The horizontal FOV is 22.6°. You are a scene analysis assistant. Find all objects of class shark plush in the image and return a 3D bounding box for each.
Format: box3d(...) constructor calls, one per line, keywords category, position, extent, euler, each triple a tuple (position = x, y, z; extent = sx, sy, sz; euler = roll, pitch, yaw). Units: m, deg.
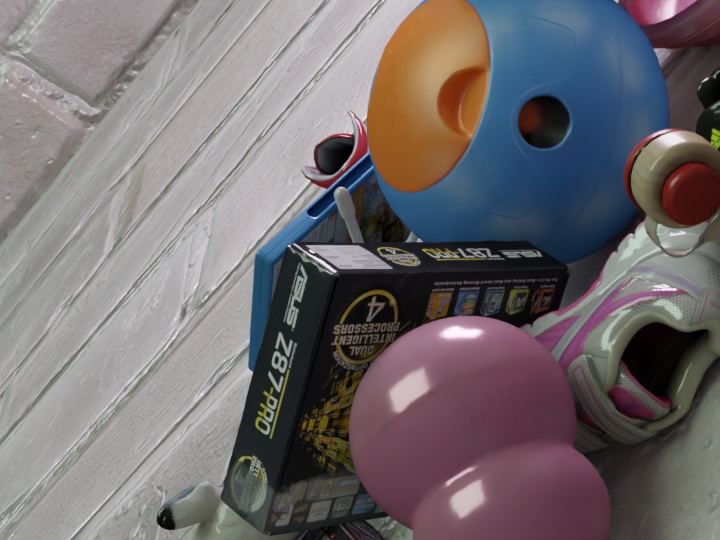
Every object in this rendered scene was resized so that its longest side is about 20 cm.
box3d(category="shark plush", position=(-0.058, 0.133, 1.152), extent=(0.200, 0.091, 0.083), euler=(-54, 0, -15))

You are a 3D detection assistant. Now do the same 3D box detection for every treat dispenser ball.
box3d(category="treat dispenser ball", position=(0.103, -0.099, 1.188), extent=(0.201, 0.201, 0.201), euler=(-47, 20, 22))

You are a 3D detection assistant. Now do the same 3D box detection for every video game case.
box3d(category="video game case", position=(-0.013, -0.023, 1.369), extent=(0.200, 0.018, 0.143), euler=(-44, -23, -32))

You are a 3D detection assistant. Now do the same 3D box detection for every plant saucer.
box3d(category="plant saucer", position=(0.264, -0.232, 1.261), extent=(0.201, 0.051, 0.201), euler=(-48, 19, 22))

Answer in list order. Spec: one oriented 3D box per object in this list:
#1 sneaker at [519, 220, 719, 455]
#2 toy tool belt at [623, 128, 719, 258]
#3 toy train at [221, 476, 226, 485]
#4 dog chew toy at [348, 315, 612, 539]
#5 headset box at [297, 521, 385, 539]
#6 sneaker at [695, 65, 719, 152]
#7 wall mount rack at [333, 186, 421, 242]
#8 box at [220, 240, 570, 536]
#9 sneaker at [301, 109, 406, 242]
box3d(category="sneaker", position=(0.136, 0.060, 1.019), extent=(0.200, 0.081, 0.088), euler=(-51, 21, 27))
box3d(category="toy tool belt", position=(0.236, -0.054, 0.855), extent=(0.199, 0.125, 0.123), euler=(-20, 27, -5))
box3d(category="toy train", position=(-0.091, 0.192, 1.199), extent=(0.046, 0.034, 0.201), euler=(-18, 38, 44))
box3d(category="dog chew toy", position=(0.074, 0.124, 0.947), extent=(0.125, 0.124, 0.201), euler=(-44, 57, 30))
box3d(category="headset box", position=(-0.033, 0.233, 1.145), extent=(0.149, 0.077, 0.200), euler=(-56, 19, -2))
box3d(category="sneaker", position=(0.219, -0.050, 0.991), extent=(0.074, 0.087, 0.200), euler=(-42, 22, 33))
box3d(category="wall mount rack", position=(0.000, 0.000, 1.255), extent=(0.200, 0.074, 0.174), euler=(-66, 1, -58))
box3d(category="box", position=(0.023, 0.063, 1.053), extent=(0.049, 0.199, 0.162), euler=(33, 114, 40))
box3d(category="sneaker", position=(0.002, -0.095, 1.576), extent=(0.071, 0.112, 0.200), euler=(-52, 18, 7))
